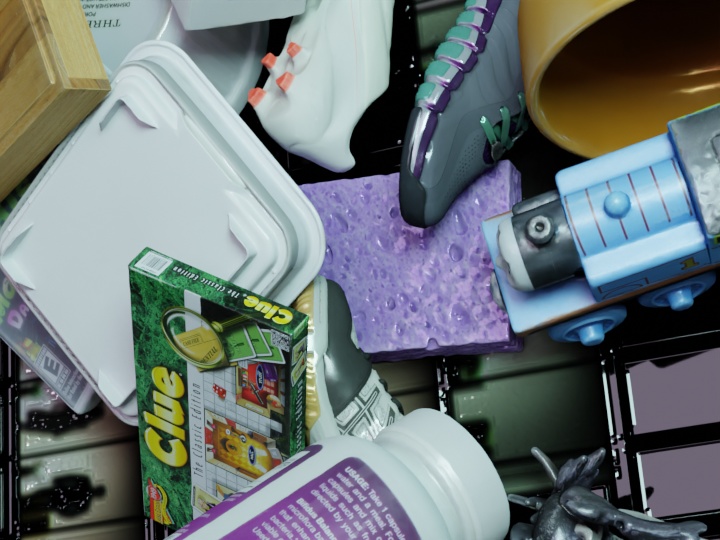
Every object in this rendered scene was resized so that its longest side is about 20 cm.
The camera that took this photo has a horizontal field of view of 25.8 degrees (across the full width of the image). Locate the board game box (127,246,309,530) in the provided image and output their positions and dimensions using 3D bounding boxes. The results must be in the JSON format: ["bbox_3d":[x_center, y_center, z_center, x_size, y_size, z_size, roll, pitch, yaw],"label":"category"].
[{"bbox_3d":[-0.079,0.086,0.882,0.104,0.202,0.023,23,44,22],"label":"board game box"}]

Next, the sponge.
[{"bbox_3d":[0.000,0.000,0.957,0.198,0.030,0.113,-6,73,20],"label":"sponge"}]

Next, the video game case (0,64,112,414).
[{"bbox_3d":[-0.193,-0.040,0.980,0.182,0.023,0.201,42,122,14],"label":"video game case"}]

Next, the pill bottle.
[{"bbox_3d":[-0.023,0.152,0.779,0.199,0.113,0.112,-30,60,-29],"label":"pill bottle"}]

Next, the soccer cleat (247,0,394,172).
[{"bbox_3d":[-0.007,-0.153,0.991,0.069,0.077,0.202,-13,48,48],"label":"soccer cleat"}]

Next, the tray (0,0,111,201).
[{"bbox_3d":[-0.229,-0.098,0.937,0.199,0.037,0.099,-36,69,39],"label":"tray"}]

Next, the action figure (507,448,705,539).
[{"bbox_3d":[0.127,0.178,0.806,0.119,0.101,0.201,-58,19,26],"label":"action figure"}]

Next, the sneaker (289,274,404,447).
[{"bbox_3d":[0.007,0.099,0.902,0.087,0.076,0.202,-9,81,-11],"label":"sneaker"}]

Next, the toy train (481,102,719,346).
[{"bbox_3d":[0.159,-0.026,0.848,0.198,0.114,0.088,-19,68,10],"label":"toy train"}]

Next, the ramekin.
[{"bbox_3d":[-0.167,-0.164,1.036,0.200,0.094,0.205,-6,72,20],"label":"ramekin"}]

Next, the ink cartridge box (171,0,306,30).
[{"bbox_3d":[-0.077,-0.262,0.897,0.085,0.201,0.147,-13,57,-24],"label":"ink cartridge box"}]

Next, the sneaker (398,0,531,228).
[{"bbox_3d":[0.089,-0.108,0.916,0.087,0.075,0.202,17,68,16],"label":"sneaker"}]

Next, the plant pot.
[{"bbox_3d":[0.175,-0.184,0.851,0.198,0.200,0.185,-14,65,17],"label":"plant pot"}]

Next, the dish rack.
[{"bbox_3d":[-0.128,-0.013,0.911,0.172,0.043,0.200,50,122,10],"label":"dish rack"}]
